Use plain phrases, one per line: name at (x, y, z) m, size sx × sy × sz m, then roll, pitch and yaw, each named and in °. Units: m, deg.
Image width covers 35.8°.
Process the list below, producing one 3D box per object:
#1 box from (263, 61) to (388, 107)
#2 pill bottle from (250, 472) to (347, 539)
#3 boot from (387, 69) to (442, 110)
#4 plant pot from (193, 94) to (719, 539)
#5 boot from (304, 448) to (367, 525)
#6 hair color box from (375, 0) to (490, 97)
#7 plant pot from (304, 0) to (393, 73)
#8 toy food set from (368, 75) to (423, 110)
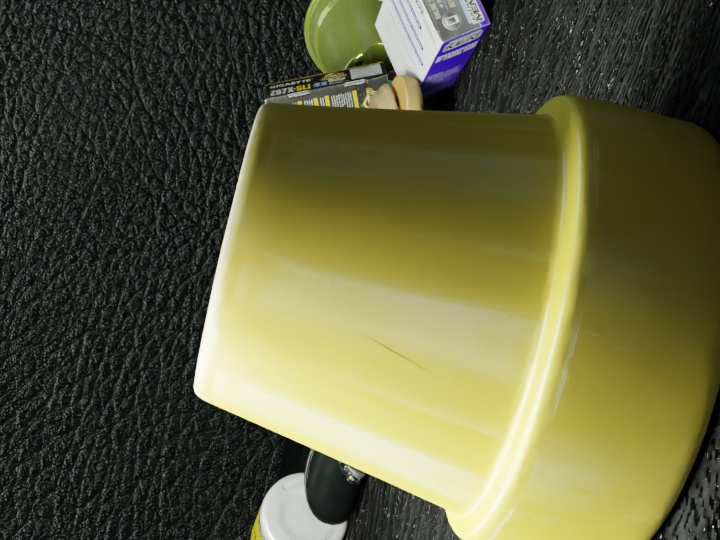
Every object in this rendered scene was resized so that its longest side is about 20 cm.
box at (-0.029, -0.155, 1.447) m, size 0.049 × 0.158 × 0.201 m, roll -103°, pitch 1°, yaw -59°
pill bottle at (-0.085, 0.343, 1.448) m, size 0.200 × 0.110 × 0.112 m, roll 110°, pitch 171°, yaw -61°
boot at (0.061, -0.208, 1.443) m, size 0.200 × 0.074 × 0.098 m, roll 128°, pitch 157°, yaw -75°
plant pot at (0.033, 0.011, 0.487) m, size 0.201 × 0.187 × 0.202 m, roll -166°, pitch 90°, yaw -85°
boot at (-0.011, 0.200, 1.234) m, size 0.162 × 0.073 × 0.200 m, roll -160°, pitch 83°, yaw -82°
hair color box at (0.076, -0.275, 1.243) m, size 0.200 × 0.064 × 0.110 m, roll 124°, pitch 123°, yaw -80°
plant pot at (0.023, -0.313, 1.633) m, size 0.185 × 0.199 × 0.201 m, roll -101°, pitch 22°, yaw -51°
toy food set at (0.042, -0.127, 1.321) m, size 0.198 × 0.048 × 0.202 m, roll -163°, pitch 67°, yaw -83°
